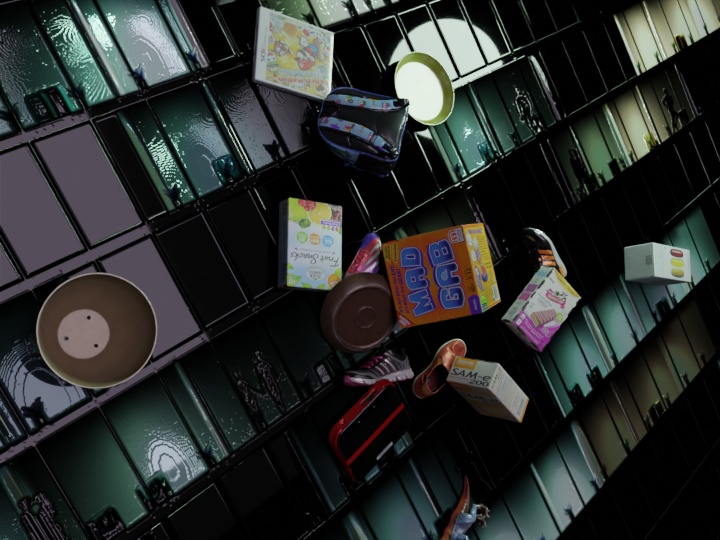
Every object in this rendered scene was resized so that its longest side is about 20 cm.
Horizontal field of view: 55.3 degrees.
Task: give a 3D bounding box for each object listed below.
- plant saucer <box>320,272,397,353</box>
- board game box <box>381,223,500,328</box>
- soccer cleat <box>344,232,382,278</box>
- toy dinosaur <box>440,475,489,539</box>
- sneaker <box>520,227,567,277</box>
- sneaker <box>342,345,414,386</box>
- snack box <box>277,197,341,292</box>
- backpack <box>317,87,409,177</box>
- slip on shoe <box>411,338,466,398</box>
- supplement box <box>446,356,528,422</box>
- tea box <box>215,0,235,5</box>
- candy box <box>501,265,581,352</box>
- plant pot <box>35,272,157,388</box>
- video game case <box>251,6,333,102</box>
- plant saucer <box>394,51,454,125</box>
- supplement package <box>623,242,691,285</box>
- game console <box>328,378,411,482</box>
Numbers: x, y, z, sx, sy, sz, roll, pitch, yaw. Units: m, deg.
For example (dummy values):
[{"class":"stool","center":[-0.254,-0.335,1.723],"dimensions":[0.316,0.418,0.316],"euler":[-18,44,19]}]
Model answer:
[{"class":"plant saucer","center":[0.006,0.104,1.580],"dimensions":[0.200,0.034,0.200],"euler":[-8,110,-22]},{"class":"board game box","center":[0.194,0.008,1.623],"dimensions":[0.200,0.200,0.200],"euler":[-12,89,-66]},{"class":"soccer cleat","center":[0.000,0.000,1.620],"dimensions":[0.073,0.068,0.200],"euler":[20,76,-34]},{"class":"toy dinosaur","center":[0.229,0.643,1.690],"dimensions":[0.181,0.105,0.200],"euler":[-17,54,-22]},{"class":"sneaker","center":[0.514,-0.029,1.961],"dimensions":[0.200,0.070,0.090],"euler":[52,56,-18]},{"class":"sneaker","center":[0.038,0.222,1.610],"dimensions":[0.200,0.074,0.088],"euler":[-3,82,-37]},{"class":"snack box","center":[-0.113,-0.055,1.562],"dimensions":[0.142,0.053,0.200],"euler":[6,80,-32]},{"class":"backpack","center":[-0.001,-0.330,1.626],"dimensions":[0.200,0.135,0.183],"euler":[14,71,-4]},{"class":"slip on shoe","center":[0.207,0.245,1.723],"dimensions":[0.200,0.061,0.074],"euler":[-41,103,-32]},{"class":"supplement box","center":[0.319,0.299,1.718],"dimensions":[0.200,0.126,0.074],"euler":[46,60,-39]},{"class":"tea box","center":[-0.260,-0.727,1.520],"dimensions":[0.197,0.134,0.200],"euler":[-31,100,-32]},{"class":"candy box","center":[0.503,0.106,1.909],"dimensions":[0.136,0.061,0.200],"euler":[43,78,-21]},{"class":"plant pot","center":[-0.485,0.111,1.241],"dimensions":[0.200,0.134,0.201],"euler":[5,80,-32]},{"class":"video game case","center":[-0.156,-0.505,1.621],"dimensions":[0.200,0.023,0.182],"euler":[9,78,-32]},{"class":"plant saucer","center":[0.163,-0.478,1.823],"dimensions":[0.200,0.031,0.200],"euler":[6,80,-32]},{"class":"supplement package","center":[0.966,-0.018,2.234],"dimensions":[0.200,0.110,0.114],"euler":[6,80,-33]},{"class":"game console","center":[0.025,0.362,1.565],"dimensions":[0.200,0.031,0.177],"euler":[-42,130,-23]}]
